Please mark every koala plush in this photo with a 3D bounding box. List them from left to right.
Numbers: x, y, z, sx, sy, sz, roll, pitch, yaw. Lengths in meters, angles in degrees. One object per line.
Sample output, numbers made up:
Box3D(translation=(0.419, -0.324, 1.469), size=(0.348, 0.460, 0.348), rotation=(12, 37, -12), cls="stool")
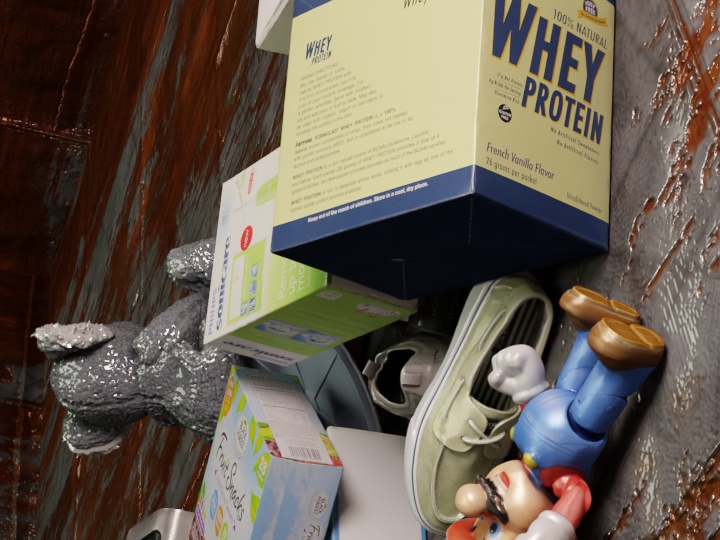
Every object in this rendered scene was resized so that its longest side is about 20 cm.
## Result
Box3D(translation=(-0.200, 0.092, 1.602), size=(0.184, 0.199, 0.178), rotation=(-101, 3, -54), cls="koala plush")

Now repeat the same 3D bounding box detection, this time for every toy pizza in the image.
Box3D(translation=(-0.033, 0.115, 1.522), size=(0.200, 0.032, 0.201), rotation=(39, 141, 41), cls="toy pizza")

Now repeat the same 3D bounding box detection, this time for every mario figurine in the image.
Box3D(translation=(0.104, 0.111, 1.045), size=(0.201, 0.106, 0.123), rotation=(-68, -15, 14), cls="mario figurine")

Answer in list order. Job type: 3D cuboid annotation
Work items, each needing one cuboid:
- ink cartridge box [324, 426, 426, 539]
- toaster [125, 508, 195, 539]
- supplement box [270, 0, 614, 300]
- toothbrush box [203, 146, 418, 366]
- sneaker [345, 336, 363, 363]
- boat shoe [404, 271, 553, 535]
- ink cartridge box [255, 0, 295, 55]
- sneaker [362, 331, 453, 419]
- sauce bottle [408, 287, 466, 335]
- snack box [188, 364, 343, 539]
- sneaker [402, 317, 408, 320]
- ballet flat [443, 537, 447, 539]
Box3D(translation=(-0.018, 0.247, 1.418), size=(0.200, 0.084, 0.145), rotation=(117, 157, -47), cls="ink cartridge box")
Box3D(translation=(-0.140, 0.342, 1.619), size=(0.119, 0.199, 0.182), rotation=(134, 150, -58), cls="toaster")
Box3D(translation=(0.057, -0.106, 1.173), size=(0.199, 0.134, 0.201), rotation=(-15, 64, 45), cls="supplement box")
Box3D(translation=(-0.037, -0.021, 1.344), size=(0.200, 0.086, 0.146), rotation=(-26, 54, 56), cls="toothbrush box")
Box3D(translation=(-0.055, 0.076, 1.645), size=(0.200, 0.081, 0.089), rotation=(118, 154, -44), cls="sneaker")
Box3D(translation=(0.082, 0.095, 1.199), size=(0.062, 0.072, 0.201), rotation=(-134, 58, -73), cls="boat shoe")
Box3D(translation=(0.035, -0.247, 1.322), size=(0.146, 0.199, 0.148), rotation=(134, 143, -62), cls="ink cartridge box")
Box3D(translation=(0.037, 0.077, 1.334), size=(0.200, 0.082, 0.075), rotation=(163, 116, -72), cls="sneaker")
Box3D(translation=(0.076, -0.051, 1.309), size=(0.065, 0.064, 0.201), rotation=(-139, 62, -71), cls="sauce bottle")
Box3D(translation=(-0.081, 0.191, 1.396), size=(0.200, 0.067, 0.170), rotation=(-127, 50, -67), cls="snack box")
Box3D(translation=(0.000, 0.000, 1.464), size=(0.200, 0.082, 0.075), rotation=(-175, 97, -69), cls="sneaker")
Box3D(translation=(0.065, 0.229, 1.193), size=(0.200, 0.069, 0.070), rotation=(137, 140, -55), cls="ballet flat")
